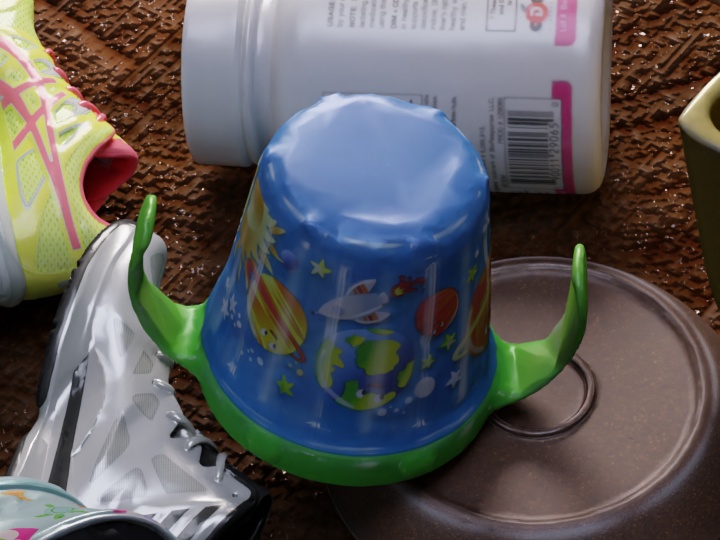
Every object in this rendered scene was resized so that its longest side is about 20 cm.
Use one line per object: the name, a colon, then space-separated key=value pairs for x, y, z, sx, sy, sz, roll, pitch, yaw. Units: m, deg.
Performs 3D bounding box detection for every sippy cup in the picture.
sippy cup: x=0.000 y=0.000 z=1.263 sx=0.177 sy=0.131 sz=0.140 roll=-21 pitch=52 yaw=-25

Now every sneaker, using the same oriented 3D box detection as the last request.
sneaker: x=-0.089 y=0.074 z=1.317 sx=0.115 sy=0.076 sz=0.201 roll=12 pitch=58 yaw=5
sneaker: x=-0.155 y=-0.062 z=1.439 sx=0.090 sy=0.078 sz=0.201 roll=-3 pitch=55 yaw=-7

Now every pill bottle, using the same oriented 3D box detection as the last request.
pill bottle: x=0.019 y=-0.096 z=1.416 sx=0.199 sy=0.114 sz=0.114 roll=2 pitch=49 yaw=7

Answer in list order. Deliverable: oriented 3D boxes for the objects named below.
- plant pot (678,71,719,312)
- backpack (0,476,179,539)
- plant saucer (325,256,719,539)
plant pot: x=0.267 y=-0.009 z=1.255 sx=0.194 sy=0.201 sz=0.195 roll=32 pitch=59 yaw=29
backpack: x=-0.127 y=0.181 z=1.131 sx=0.177 sy=0.201 sz=0.150 roll=-41 pitch=37 yaw=-26
plant saucer: x=0.079 y=0.063 z=1.323 sx=0.199 sy=0.035 sz=0.201 roll=-3 pitch=49 yaw=4
